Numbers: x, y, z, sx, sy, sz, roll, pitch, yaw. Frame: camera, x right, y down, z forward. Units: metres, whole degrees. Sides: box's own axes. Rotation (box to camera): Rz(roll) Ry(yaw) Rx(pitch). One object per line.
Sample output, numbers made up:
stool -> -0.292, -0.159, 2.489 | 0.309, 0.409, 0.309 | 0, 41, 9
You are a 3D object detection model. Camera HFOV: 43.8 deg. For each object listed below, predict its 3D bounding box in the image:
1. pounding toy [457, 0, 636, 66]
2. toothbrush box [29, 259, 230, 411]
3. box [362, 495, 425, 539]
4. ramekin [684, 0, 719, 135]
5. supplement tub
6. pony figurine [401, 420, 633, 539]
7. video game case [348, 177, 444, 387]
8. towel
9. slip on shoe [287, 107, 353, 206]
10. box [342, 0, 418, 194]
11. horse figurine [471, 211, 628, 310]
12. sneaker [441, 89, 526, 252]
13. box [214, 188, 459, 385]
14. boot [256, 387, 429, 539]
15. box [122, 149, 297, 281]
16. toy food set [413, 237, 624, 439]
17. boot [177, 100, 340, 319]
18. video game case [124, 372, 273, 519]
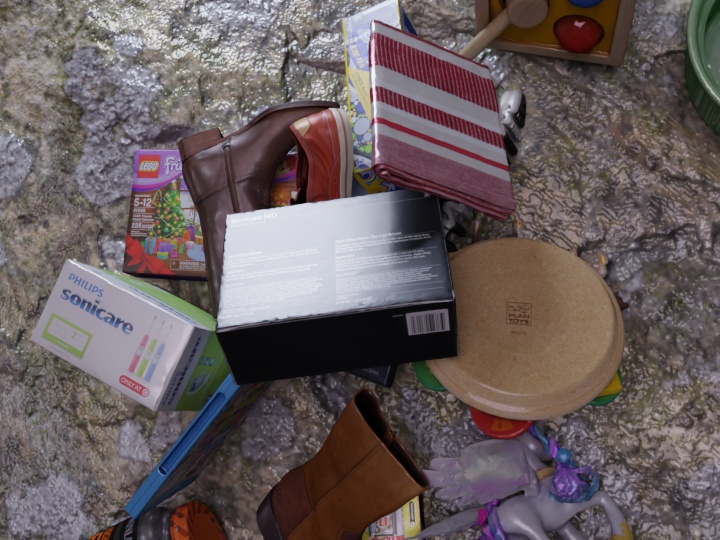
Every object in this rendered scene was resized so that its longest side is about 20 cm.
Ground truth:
pounding toy -> 0.173, -0.276, 0.886 | 0.195, 0.185, 0.145 | 11, 71, 13
toothbrush box -> -0.202, 0.070, 0.887 | 0.143, 0.200, 0.088 | 26, 86, 13
box -> 0.001, 0.313, 0.890 | 0.133, 0.038, 0.205 | -5, 80, 11
ramekin -> 0.407, -0.212, 0.856 | 0.195, 0.098, 0.206 | -2, 81, 12
supplement tub -> -0.233, 0.317, 0.895 | 0.197, 0.123, 0.125 | -28, 77, 6
pony figurine -> 0.144, 0.223, 0.812 | 0.190, 0.168, 0.202 | -16, 58, -28
video game case -> 0.000, 0.000, 0.918 | 0.141, 0.019, 0.205 | 16, 91, 35
towel -> 0.070, -0.143, 0.834 | 0.141, 0.023, 0.203 | 18, 48, -21
slip on shoe -> -0.042, -0.055, 0.870 | 0.060, 0.074, 0.205 | -7, 116, -16
box -> 0.028, -0.175, 0.910 | 0.069, 0.064, 0.204 | -16, 59, 20
horse figurine -> 0.164, 0.026, 0.892 | 0.196, 0.050, 0.135 | 23, 93, 11
sneaker -> 0.100, -0.105, 0.921 | 0.080, 0.075, 0.202 | 33, 89, 23
box -> -0.019, 0.011, 0.781 | 0.195, 0.080, 0.143 | -7, 47, 4
boot -> 0.005, 0.235, 0.805 | 0.201, 0.068, 0.190 | -49, 60, 35
box -> -0.158, -0.058, 0.980 | 0.195, 0.039, 0.141 | 2, 81, 12
toy food set -> 0.140, 0.054, 0.811 | 0.195, 0.049, 0.201 | -8, 52, -4
boot -> -0.085, -0.057, 0.916 | 0.182, 0.064, 0.205 | -17, 81, 8
video game case -> -0.137, 0.146, 0.877 | 0.018, 0.143, 0.201 | 40, 99, 8
